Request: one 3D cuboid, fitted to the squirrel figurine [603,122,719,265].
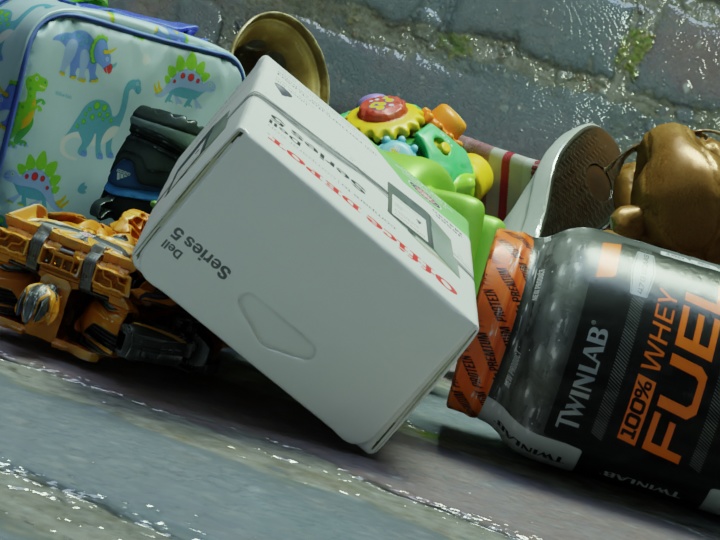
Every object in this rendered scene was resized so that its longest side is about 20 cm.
[{"bbox_3d":[0.223,0.002,1.325,0.141,0.200,0.187,-7,-24,7],"label":"squirrel figurine"}]

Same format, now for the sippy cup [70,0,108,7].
[{"bbox_3d":[-0.293,-0.200,1.615,0.130,0.178,0.140,-8,49,-46],"label":"sippy cup"}]

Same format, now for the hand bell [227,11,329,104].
[{"bbox_3d":[-0.130,-0.134,1.577,0.200,0.104,0.104,-5,-11,44],"label":"hand bell"}]

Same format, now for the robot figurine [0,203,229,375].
[{"bbox_3d":[-0.122,0.005,1.012,0.145,0.058,0.200,20,6,13],"label":"robot figurine"}]

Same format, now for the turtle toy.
[{"bbox_3d":[0.002,-0.087,1.577,0.200,0.101,0.146,11,31,31],"label":"turtle toy"}]

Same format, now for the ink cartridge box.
[{"bbox_3d":[-0.022,-0.015,0.992,0.145,0.084,0.200,39,12,-9],"label":"ink cartridge box"}]

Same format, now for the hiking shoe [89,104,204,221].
[{"bbox_3d":[-0.103,-0.026,1.316,0.074,0.087,0.200,21,-16,42],"label":"hiking shoe"}]

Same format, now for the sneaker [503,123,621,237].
[{"bbox_3d":[0.127,-0.031,1.503,0.073,0.200,0.085,47,-38,-20],"label":"sneaker"}]

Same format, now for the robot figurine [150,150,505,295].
[{"bbox_3d":[-0.020,-0.017,1.185,0.200,0.116,0.175,11,-8,22],"label":"robot figurine"}]

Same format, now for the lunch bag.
[{"bbox_3d":[-0.173,-0.094,1.326,0.082,0.161,0.200,21,9,41],"label":"lunch bag"}]

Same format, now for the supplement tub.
[{"bbox_3d":[0.151,0.052,1.025,0.200,0.123,0.123,16,6,3],"label":"supplement tub"}]

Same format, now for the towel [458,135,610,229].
[{"bbox_3d":[0.154,-0.016,1.606,0.200,0.144,0.023,20,32,35],"label":"towel"}]
